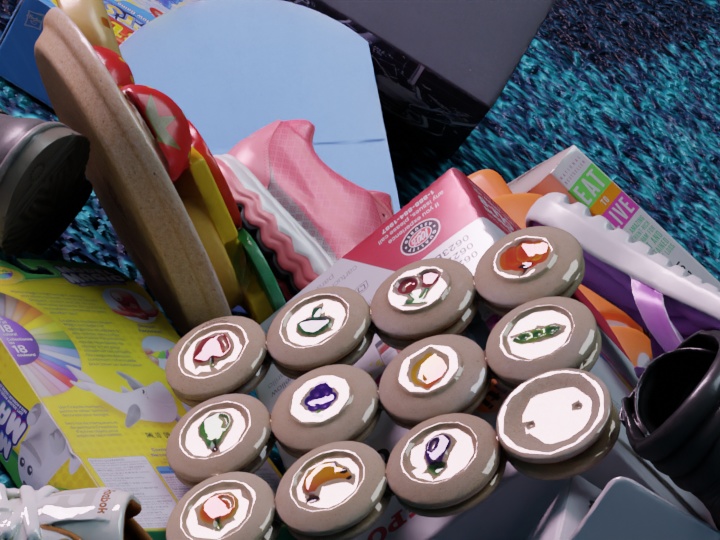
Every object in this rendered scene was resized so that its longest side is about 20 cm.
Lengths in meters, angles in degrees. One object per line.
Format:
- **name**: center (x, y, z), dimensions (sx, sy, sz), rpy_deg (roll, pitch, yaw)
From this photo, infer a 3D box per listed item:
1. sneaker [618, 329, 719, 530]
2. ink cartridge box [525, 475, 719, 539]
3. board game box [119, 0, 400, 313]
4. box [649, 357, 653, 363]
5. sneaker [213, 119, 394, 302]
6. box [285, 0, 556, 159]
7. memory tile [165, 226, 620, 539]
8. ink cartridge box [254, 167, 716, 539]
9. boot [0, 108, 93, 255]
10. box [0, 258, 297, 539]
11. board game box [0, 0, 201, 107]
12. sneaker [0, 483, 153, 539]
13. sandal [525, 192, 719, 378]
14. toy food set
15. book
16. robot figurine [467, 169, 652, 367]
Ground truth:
- **sneaker**: center (0.155, 0.069, 0.957), dimensions (0.099, 0.071, 0.200), rpy_deg (42, -1, 2)
- **ink cartridge box**: center (0.103, 0.169, 0.959), dimensions (0.116, 0.200, 0.067), rpy_deg (31, 25, -3)
- **board game box**: center (-0.064, -0.060, 1.322), dimensions (0.157, 0.039, 0.201), rpy_deg (-5, 66, -14)
- **box**: center (0.194, 0.117, 1.243), dimensions (0.200, 0.049, 0.160), rpy_deg (-48, 124, -66)
- **sneaker**: center (0.000, 0.000, 1.244), dimensions (0.087, 0.074, 0.200), rpy_deg (-40, 89, -23)
- **box**: center (0.014, -0.182, 1.548), dimensions (0.200, 0.104, 0.182), rpy_deg (31, -11, -1)
- **memory tile**: center (0.008, 0.053, 1.001), dimensions (0.154, 0.199, 0.017), rpy_deg (-95, 164, -49)
- **ink cartridge box**: center (0.058, 0.087, 1.086), dimensions (0.145, 0.145, 0.200), rpy_deg (44, 13, -37)
- **boot**: center (-0.231, -0.089, 1.162), dimensions (0.200, 0.073, 0.182), rpy_deg (40, -12, 1)
- **box**: center (-0.120, 0.066, 1.081), dimensions (0.117, 0.048, 0.200), rpy_deg (5, 38, -45)
- **board game box**: center (-0.106, -0.123, 1.446), dimensions (0.200, 0.056, 0.196), rpy_deg (31, 23, -2)
- **sneaker**: center (-0.139, 0.105, 0.936), dimensions (0.199, 0.085, 0.073), rpy_deg (26, 26, -10)
- **sandal**: center (0.144, 0.033, 1.071), dimensions (0.203, 0.050, 0.082), rpy_deg (37, -10, 42)
- **toy food set**: center (-0.106, -0.048, 1.180), dimensions (0.198, 0.049, 0.200), rpy_deg (66, -11, -25)
- **book**: center (0.167, 0.019, 1.387), dimensions (0.200, 0.048, 0.134), rpy_deg (43, -21, -5)
- **robot figurine**: center (0.095, 0.038, 1.297), dimensions (0.116, 0.144, 0.200), rpy_deg (-3, 48, -34)
